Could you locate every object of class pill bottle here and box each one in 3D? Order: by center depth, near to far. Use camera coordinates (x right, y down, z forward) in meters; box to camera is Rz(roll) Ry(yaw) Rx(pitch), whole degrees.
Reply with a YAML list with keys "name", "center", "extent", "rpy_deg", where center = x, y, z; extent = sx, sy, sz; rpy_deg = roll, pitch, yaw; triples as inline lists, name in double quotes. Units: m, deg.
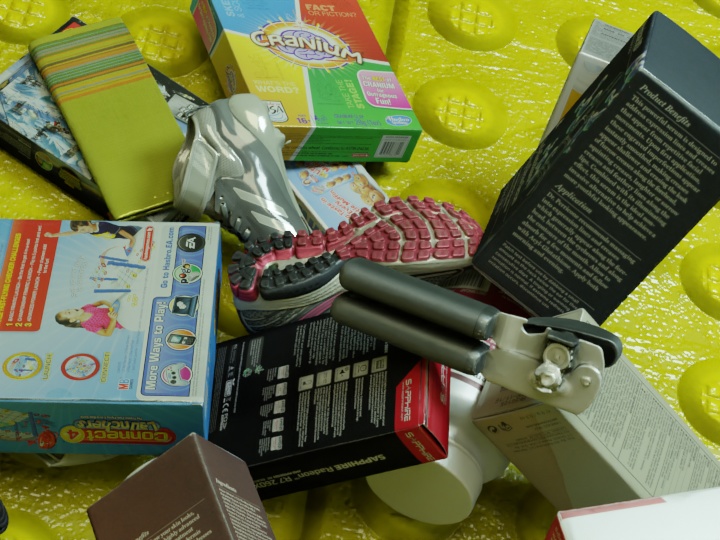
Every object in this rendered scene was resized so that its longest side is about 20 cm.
- name: "pill bottle"
  center: [0.077, 0.089, 1.280]
  extent: [0.113, 0.113, 0.200]
  rpy_deg: [23, 52, 5]

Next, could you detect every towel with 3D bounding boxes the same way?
- name: "towel"
  center: [-0.201, -0.126, 1.390]
  extent: [0.086, 0.018, 0.200]
  rpy_deg: [-19, 61, -20]

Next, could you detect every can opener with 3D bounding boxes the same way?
- name: "can opener"
  center: [0.077, 0.043, 1.153]
  extent: [0.200, 0.053, 0.066]
  rpy_deg: [19, 20, 13]

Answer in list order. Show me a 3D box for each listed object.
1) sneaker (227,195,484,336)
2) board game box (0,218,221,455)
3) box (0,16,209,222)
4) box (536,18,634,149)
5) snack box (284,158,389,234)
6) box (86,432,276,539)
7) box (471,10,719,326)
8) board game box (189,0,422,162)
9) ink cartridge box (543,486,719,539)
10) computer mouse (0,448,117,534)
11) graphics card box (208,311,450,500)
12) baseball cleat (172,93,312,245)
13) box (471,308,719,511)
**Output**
- name: "sneaker"
  center: [0.000, 0.000, 1.286]
  extent: [0.200, 0.075, 0.081]
  rpy_deg: [-12, 41, -2]
- name: "board game box"
  center: [-0.205, 0.045, 1.239]
  extent: [0.195, 0.056, 0.200]
  rpy_deg: [1, 41, -1]
- name: "box"
  center: [-0.210, -0.119, 1.416]
  extent: [0.200, 0.040, 0.137]
  rpy_deg: [34, 54, 12]
- name: "box"
  center: [0.200, -0.086, 1.378]
  extent: [0.112, 0.200, 0.101]
  rpy_deg: [22, 27, 5]
- name: "snack box"
  center: [-0.017, -0.057, 1.426]
  extent: [0.072, 0.024, 0.200]
  rpy_deg: [-25, 63, -29]
- name: "box"
  center: [-0.101, 0.220, 1.112]
  extent: [0.100, 0.075, 0.200]
  rpy_deg: [-35, 53, 13]
- name: "box"
  center: [0.191, -0.069, 1.246]
  extent: [0.107, 0.200, 0.148]
  rpy_deg: [38, 27, -4]
- name: "board game box"
  center: [-0.051, -0.178, 1.473]
  extent: [0.153, 0.040, 0.200]
  rpy_deg: [-1, 47, -27]
- name: "ink cartridge box"
  center: [0.184, 0.240, 1.137]
  extent: [0.144, 0.200, 0.084]
  rpy_deg: [-6, 51, -18]
- name: "computer mouse"
  center: [-0.209, 0.120, 1.230]
  extent: [0.200, 0.044, 0.110]
  rpy_deg: [-21, 46, -24]
- name: "graphics card box"
  center: [-0.030, 0.094, 1.221]
  extent: [0.200, 0.051, 0.126]
  rpy_deg: [-16, 48, 23]
- name: "baseball cleat"
  center: [-0.091, -0.038, 1.339]
  extent: [0.106, 0.070, 0.200]
  rpy_deg: [-18, 85, -19]
- name: "box"
  center: [0.181, 0.132, 1.231]
  extent: [0.200, 0.078, 0.095]
  rpy_deg: [47, 47, -23]
